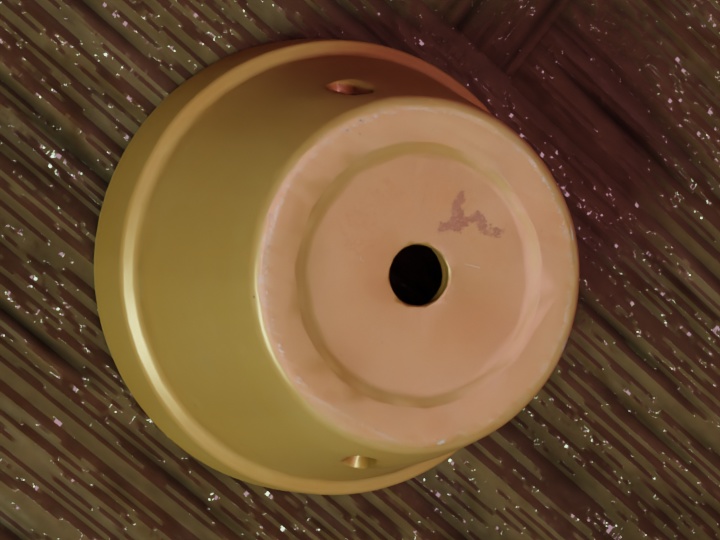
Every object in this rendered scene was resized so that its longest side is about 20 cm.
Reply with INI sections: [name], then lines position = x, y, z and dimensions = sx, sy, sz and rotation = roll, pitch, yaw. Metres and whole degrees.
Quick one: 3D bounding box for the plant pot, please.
[plant pot]
position = 0.000, 0.000, 0.842
dimensions = 0.199, 0.140, 0.202
rotation = -1, 92, -18
